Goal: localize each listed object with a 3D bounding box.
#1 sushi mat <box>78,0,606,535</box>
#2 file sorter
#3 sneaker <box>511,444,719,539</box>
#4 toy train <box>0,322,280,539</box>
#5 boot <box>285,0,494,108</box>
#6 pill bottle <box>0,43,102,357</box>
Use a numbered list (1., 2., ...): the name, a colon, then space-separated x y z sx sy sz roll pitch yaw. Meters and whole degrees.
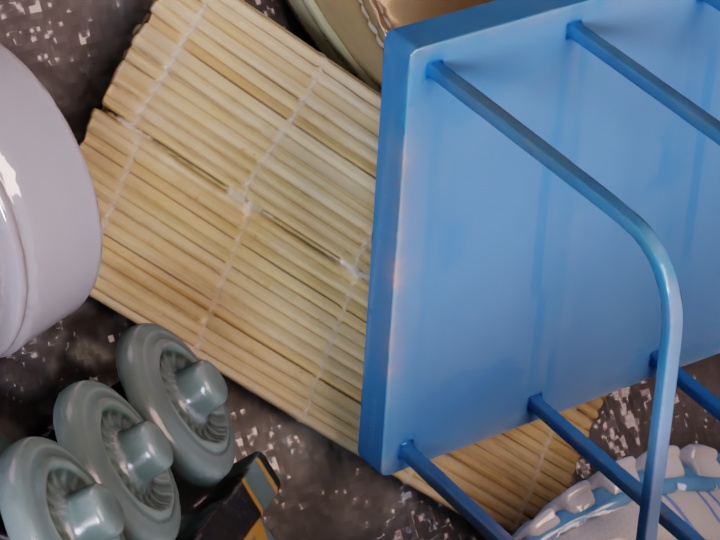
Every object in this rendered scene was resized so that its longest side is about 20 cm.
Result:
1. sushi mat: 0.000 0.000 0.859 0.200 0.012 0.096 32 79 -29
2. file sorter: 0.117 -0.003 0.818 0.199 0.123 0.139 -18 130 -30
3. sneaker: 0.117 0.102 0.888 0.199 0.075 0.087 -7 56 -37
4. toy train: -0.064 0.089 0.721 0.114 0.085 0.200 59 16 -6
5. boot: 0.032 -0.145 0.830 0.072 0.154 0.201 -18 93 -37
6. pill bottle: -0.159 0.016 0.682 0.200 0.111 0.112 -31 101 -38
